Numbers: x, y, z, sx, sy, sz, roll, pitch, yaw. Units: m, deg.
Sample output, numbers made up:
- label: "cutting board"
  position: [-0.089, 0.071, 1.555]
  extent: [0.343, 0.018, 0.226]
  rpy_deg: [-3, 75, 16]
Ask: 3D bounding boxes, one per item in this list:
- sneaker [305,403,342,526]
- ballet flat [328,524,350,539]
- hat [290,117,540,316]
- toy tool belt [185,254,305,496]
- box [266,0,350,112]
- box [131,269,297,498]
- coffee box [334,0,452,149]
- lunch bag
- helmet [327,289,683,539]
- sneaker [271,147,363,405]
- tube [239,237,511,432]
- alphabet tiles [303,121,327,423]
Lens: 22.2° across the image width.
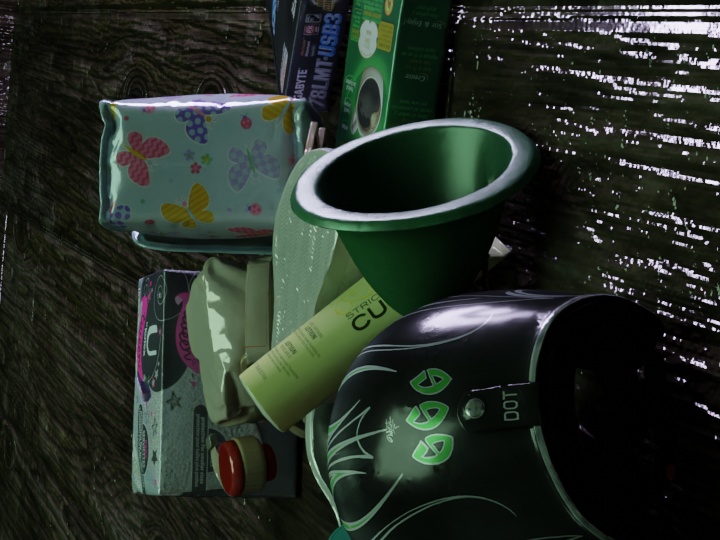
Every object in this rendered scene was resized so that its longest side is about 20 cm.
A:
- label: "sneaker"
  position: [0.016, 0.154, 1.351]
  extent: [0.099, 0.071, 0.200]
  rpy_deg: [129, 134, -54]
- label: "ballet flat"
  position: [0.069, 0.196, 1.163]
  extent: [0.200, 0.069, 0.069]
  rpy_deg: [1, 87, 37]
- label: "hat"
  position: [0.049, 0.016, 1.220]
  extent: [0.200, 0.166, 0.176]
  rpy_deg: [-66, -32, -61]
- label: "toy tool belt"
  position: [-0.067, 0.083, 1.528]
  extent: [0.125, 0.123, 0.200]
  rpy_deg: [131, 130, -65]
- label: "box"
  position: [-0.049, -0.270, 1.568]
  extent: [0.200, 0.050, 0.199]
  rpy_deg: [103, 162, -59]
- label: "box"
  position: [-0.132, 0.104, 1.653]
  extent: [0.115, 0.132, 0.200]
  rpy_deg: [162, 110, -70]
- label: "coffee box"
  position: [0.022, -0.136, 1.410]
  extent: [0.123, 0.044, 0.200]
  rpy_deg: [-147, 63, -69]
- label: "lunch bag"
  position: [-0.113, -0.077, 1.505]
  extent: [0.200, 0.169, 0.127]
  rpy_deg: [-5, -85, -86]
- label: "helmet"
  position: [0.076, 0.104, 1.032]
  extent: [0.191, 0.200, 0.200]
  rpy_deg: [-20, 66, 42]
- label: "sneaker"
  position: [0.000, 0.000, 1.338]
  extent: [0.074, 0.116, 0.200]
  rpy_deg: [34, 125, 45]
- label: "tube"
  position: [0.008, 0.030, 1.264]
  extent: [0.058, 0.200, 0.052]
  rpy_deg: [52, 179, 10]
- label: "alphabet tiles"
  position: [-0.037, -0.008, 1.435]
  extent: [0.167, 0.008, 0.200]
  rpy_deg: [-80, -10, -45]
